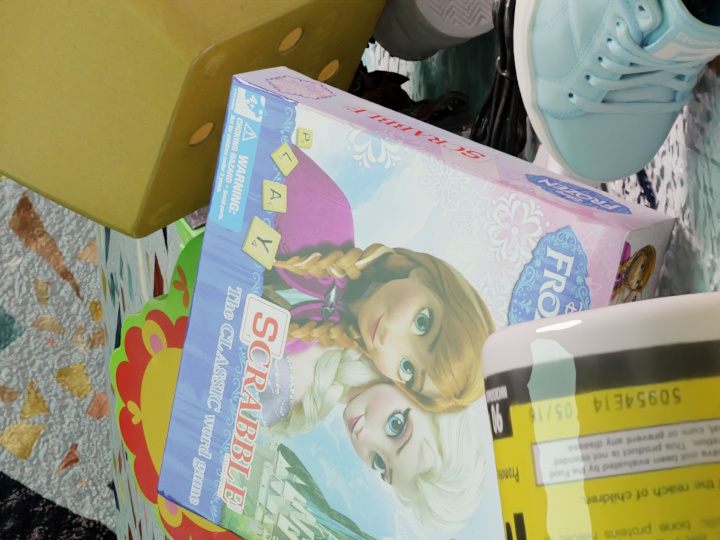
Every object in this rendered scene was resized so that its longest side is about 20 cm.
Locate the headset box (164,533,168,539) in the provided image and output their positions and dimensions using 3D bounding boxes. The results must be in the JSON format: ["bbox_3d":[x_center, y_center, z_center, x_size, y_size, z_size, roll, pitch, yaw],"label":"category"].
[{"bbox_3d":[-0.065,0.146,1.310,0.200,0.075,0.149,-100,21,-53],"label":"headset box"}]

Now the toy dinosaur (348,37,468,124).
[{"bbox_3d":[-0.030,-0.088,1.207,0.102,0.199,0.136,33,-118,-70],"label":"toy dinosaur"}]

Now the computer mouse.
[{"bbox_3d":[0.080,-0.018,0.980,0.110,0.044,0.201,107,155,-59],"label":"computer mouse"}]

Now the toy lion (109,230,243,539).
[{"bbox_3d":[-0.058,0.064,1.114,0.191,0.069,0.201,28,126,43],"label":"toy lion"}]

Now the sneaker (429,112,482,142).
[{"bbox_3d":[0.000,0.000,1.129,0.200,0.078,0.090,-26,101,44],"label":"sneaker"}]

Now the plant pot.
[{"bbox_3d":[-0.101,-0.137,1.082,0.176,0.200,0.200,46,140,18],"label":"plant pot"}]

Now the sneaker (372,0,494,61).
[{"bbox_3d":[0.017,-0.203,1.118,0.116,0.073,0.201,160,102,-74],"label":"sneaker"}]

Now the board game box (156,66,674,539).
[{"bbox_3d":[0.015,0.040,0.948,0.199,0.041,0.201,22,112,30],"label":"board game box"}]

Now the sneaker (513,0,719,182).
[{"bbox_3d":[0.100,-0.093,0.782,0.200,0.074,0.082,95,167,-45],"label":"sneaker"}]

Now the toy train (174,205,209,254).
[{"bbox_3d":[-0.064,0.011,1.318,0.200,0.042,0.057,48,157,53],"label":"toy train"}]

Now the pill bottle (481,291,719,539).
[{"bbox_3d":[0.107,0.113,0.748,0.114,0.114,0.201,143,120,-76],"label":"pill bottle"}]
